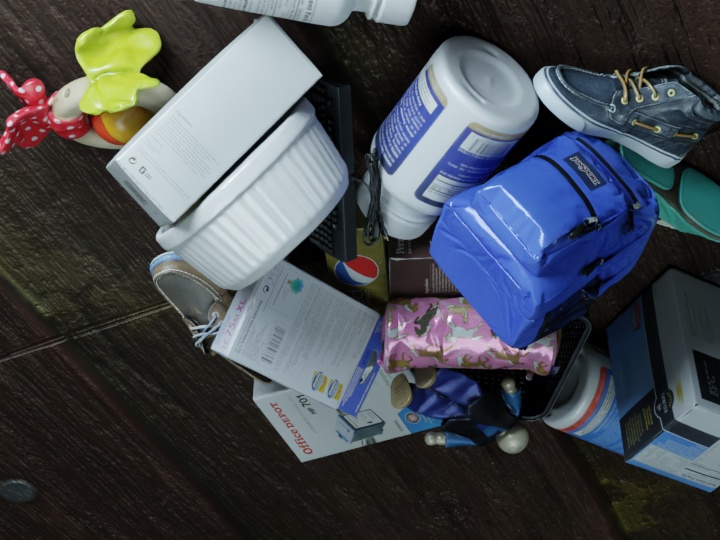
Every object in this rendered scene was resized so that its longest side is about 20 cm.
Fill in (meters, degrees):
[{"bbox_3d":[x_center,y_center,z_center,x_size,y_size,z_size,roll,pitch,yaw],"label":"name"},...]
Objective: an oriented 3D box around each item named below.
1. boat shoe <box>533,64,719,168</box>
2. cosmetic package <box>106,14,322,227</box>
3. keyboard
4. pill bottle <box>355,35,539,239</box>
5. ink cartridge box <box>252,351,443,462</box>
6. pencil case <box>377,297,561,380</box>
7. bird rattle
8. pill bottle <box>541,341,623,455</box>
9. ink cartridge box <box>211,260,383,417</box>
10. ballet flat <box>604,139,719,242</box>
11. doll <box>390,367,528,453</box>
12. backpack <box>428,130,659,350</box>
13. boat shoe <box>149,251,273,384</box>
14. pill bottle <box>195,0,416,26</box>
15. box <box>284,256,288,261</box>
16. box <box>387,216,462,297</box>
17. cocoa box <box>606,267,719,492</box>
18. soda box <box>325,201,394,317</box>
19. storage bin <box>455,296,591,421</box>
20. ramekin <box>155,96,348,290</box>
[{"bbox_3d":[0.271,-0.177,1.498,0.199,0.071,0.091,19,133,-29],"label":"boat shoe"},{"bbox_3d":[-0.141,-0.141,1.419,0.200,0.108,0.085,-45,99,-10],"label":"cosmetic package"},{"bbox_3d":[-0.021,-0.098,1.526,0.127,0.021,0.202,25,131,38],"label":"keyboard"},{"bbox_3d":[0.080,-0.127,1.510,0.119,0.120,0.200,21,134,-21],"label":"pill bottle"},{"bbox_3d":[-0.013,0.142,1.832,0.198,0.086,0.147,-18,135,17],"label":"ink cartridge box"},{"bbox_3d":[0.118,0.072,1.623,0.198,0.088,0.083,2,175,3],"label":"pencil case"},{"bbox_3d":[-0.261,-0.157,1.501,0.199,0.114,0.162,-29,146,32],"label":"bird rattle"},{"bbox_3d":[0.324,0.168,1.836,0.199,0.113,0.112,23,133,-24],"label":"pill bottle"},{"bbox_3d":[-0.057,0.072,1.631,0.199,0.120,0.042,29,173,-35],"label":"ink cartridge box"},{"bbox_3d":[0.323,-0.085,1.607,0.199,0.068,0.070,29,153,-27],"label":"ballet flat"},{"bbox_3d":[0.123,0.165,1.745,0.199,0.049,0.136,28,122,-36],"label":"doll"},{"bbox_3d":[0.200,-0.044,1.486,0.199,0.163,0.168,-28,162,-27],"label":"backpack"},{"bbox_3d":[-0.150,0.053,1.626,0.072,0.073,0.200,-31,128,32],"label":"boat shoe"},{"bbox_3d":[-0.047,-0.282,1.346,0.198,0.115,0.115,9,137,-10],"label":"pill bottle"},{"bbox_3d":[-0.124,-0.023,1.655,0.094,0.078,0.201,4,137,-3],"label":"box"},{"bbox_3d":[0.128,-0.033,1.626,0.198,0.101,0.075,-3,142,2],"label":"box"},{"bbox_3d":[0.380,0.127,1.726,0.132,0.201,0.131,20,135,-22],"label":"cocoa box"},{"bbox_3d":[0.000,0.000,1.691,0.067,0.064,0.201,-3,138,4],"label":"soda box"},{"bbox_3d":[0.177,0.075,1.751,0.134,0.094,0.201,9,136,-9],"label":"storage bin"},{"bbox_3d":[-0.099,-0.068,1.467,0.202,0.203,0.094,-35,104,32],"label":"ramekin"}]
